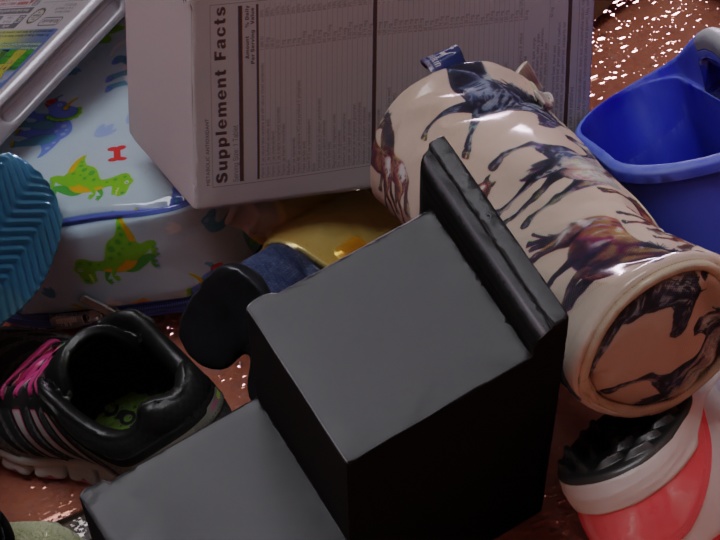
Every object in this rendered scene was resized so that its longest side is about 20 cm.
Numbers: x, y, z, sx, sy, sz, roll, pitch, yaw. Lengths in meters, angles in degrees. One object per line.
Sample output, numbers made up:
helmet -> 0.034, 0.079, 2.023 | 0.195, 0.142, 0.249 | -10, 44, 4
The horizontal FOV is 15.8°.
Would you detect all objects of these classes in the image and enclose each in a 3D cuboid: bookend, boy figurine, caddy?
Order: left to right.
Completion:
bookend -> -0.028, 0.073, 1.028 | 0.199, 0.199, 0.092 | -29, 67, -12
boy figurine -> 0.000, 0.000, 1.208 | 0.124, 0.065, 0.200 | 38, 36, 11
caddy -> 0.175, -0.058, 1.150 | 0.141, 0.106, 0.200 | -24, 15, -3

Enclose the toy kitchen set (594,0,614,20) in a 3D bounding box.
toy kitchen set -> 0.148, -0.236, 1.341 | 0.200, 0.181, 0.163 | -43, 43, -10

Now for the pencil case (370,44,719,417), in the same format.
pencil case -> 0.080, -0.017, 1.068 | 0.089, 0.078, 0.200 | -45, 41, 3

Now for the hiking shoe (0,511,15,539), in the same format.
hiking shoe -> -0.181, 0.125, 1.086 | 0.086, 0.075, 0.201 | -3, 52, -25

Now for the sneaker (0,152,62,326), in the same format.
sneaker -> -0.216, 0.027, 1.213 | 0.201, 0.076, 0.081 | -56, 18, -22

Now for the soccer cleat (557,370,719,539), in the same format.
soccer cleat -> 0.150, 0.070, 1.092 | 0.068, 0.074, 0.200 | -14, 16, 38

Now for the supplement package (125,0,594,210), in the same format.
supplement package -> -0.002, -0.110, 1.219 | 0.199, 0.115, 0.110 | -8, 25, -20

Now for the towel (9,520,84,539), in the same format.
towel -> -0.225, 0.167, 1.144 | 0.198, 0.037, 0.149 | -1, 42, 22

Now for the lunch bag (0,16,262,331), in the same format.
lunch bag -> -0.109, -0.058, 1.333 | 0.160, 0.083, 0.201 | -8, 38, 19

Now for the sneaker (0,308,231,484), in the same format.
sneaker -> -0.126, 0.053, 1.199 | 0.199, 0.088, 0.074 | 21, 52, 41

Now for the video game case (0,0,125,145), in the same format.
video game case -> -0.198, -0.112, 1.377 | 0.182, 0.022, 0.200 | -49, 25, -18
